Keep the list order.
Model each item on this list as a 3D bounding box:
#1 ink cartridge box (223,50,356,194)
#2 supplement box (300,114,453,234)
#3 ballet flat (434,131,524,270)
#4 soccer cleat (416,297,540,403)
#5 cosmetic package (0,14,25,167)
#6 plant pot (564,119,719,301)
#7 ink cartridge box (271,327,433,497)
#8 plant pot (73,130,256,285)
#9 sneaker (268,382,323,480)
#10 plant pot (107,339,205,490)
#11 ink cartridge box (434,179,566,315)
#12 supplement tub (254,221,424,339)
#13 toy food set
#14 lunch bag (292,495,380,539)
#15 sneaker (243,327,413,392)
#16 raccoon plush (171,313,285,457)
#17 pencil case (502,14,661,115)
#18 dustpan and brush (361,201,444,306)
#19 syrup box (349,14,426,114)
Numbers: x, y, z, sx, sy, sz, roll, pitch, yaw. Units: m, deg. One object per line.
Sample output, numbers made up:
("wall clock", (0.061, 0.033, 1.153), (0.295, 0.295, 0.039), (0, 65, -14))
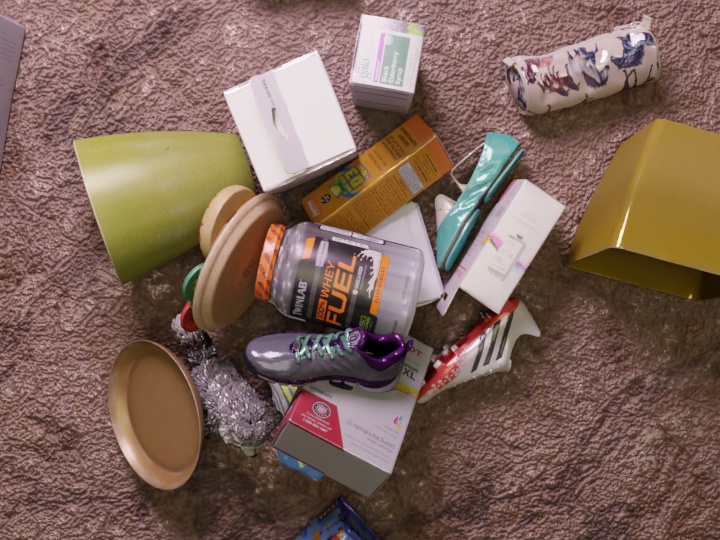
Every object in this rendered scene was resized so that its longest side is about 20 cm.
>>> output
("ink cartridge box", (-0.080, -0.179, 1.021), (0.124, 0.200, 0.130), (-24, 95, 2))
("supplement box", (0.021, -0.114, 1.085), (0.199, 0.067, 0.069), (-38, 134, 4))
("ballet flat", (0.142, -0.099, 1.102), (0.070, 0.067, 0.202), (33, 92, 13))
("soccer cleat", (0.159, 0.122, 1.116), (0.200, 0.069, 0.085), (-44, 93, 0))
("cosmetic package", (-0.530, -0.238, 1.016), (0.121, 0.199, 0.203), (14, 95, -1))
("plant pot", (0.399, -0.077, 1.042), (0.197, 0.200, 0.179), (14, 84, -1))
("ink cartridge box", (-0.006, 0.160, 1.051), (0.144, 0.201, 0.083), (27, 139, -3))
("plant pot", (-0.242, -0.104, 1.054), (0.197, 0.187, 0.190), (-19, 95, -13))
("sneaker", (-0.094, 0.207, 1.118), (0.105, 0.076, 0.201), (-40, 95, 4))
("plant pot", (-0.270, 0.190, 1.094), (0.198, 0.027, 0.204), (9, 104, 38))
("ink cartridge box", (0.179, -0.017, 1.078), (0.067, 0.117, 0.202), (32, 95, -3))
("supplement tub", (-0.026, 0.011, 1.023), (0.197, 0.123, 0.125), (13, 95, 0))
("toy food set", (-0.162, -0.011, 1.041), (0.048, 0.200, 0.200), (27, 100, 12))
("lunch bag", (-0.013, 0.450, 1.145), (0.150, 0.094, 0.200), (-42, 106, 2))
("sneaker", (-0.038, 0.090, 0.976), (0.196, 0.075, 0.088), (6, 139, -16))
("raccoon plush", (-0.185, 0.152, 1.065), (0.097, 0.133, 0.202), (-40, 104, -28))
("pencil case", (0.289, -0.267, 1.074), (0.197, 0.078, 0.091), (-15, 116, 2))
("dustpan and brush", (0.000, 0.000, 1.117), (0.197, 0.057, 0.142), (-16, 85, -5))
("syrup box", (0.033, -0.250, 1.015), (0.080, 0.200, 0.080), (10, 94, -1))
